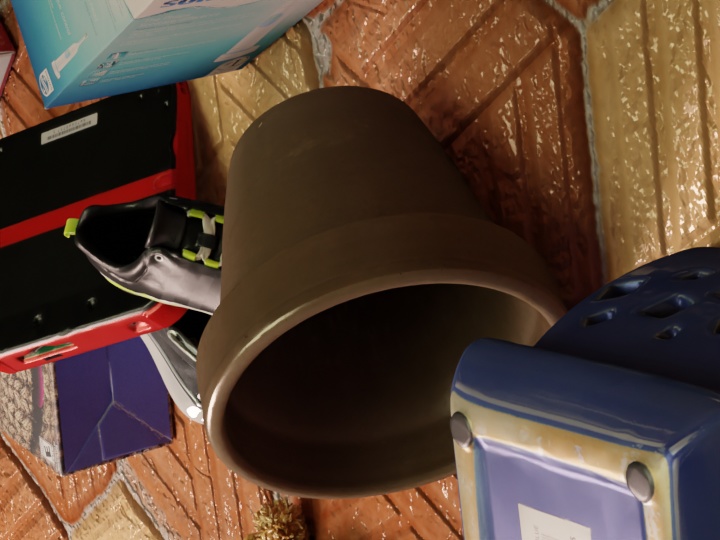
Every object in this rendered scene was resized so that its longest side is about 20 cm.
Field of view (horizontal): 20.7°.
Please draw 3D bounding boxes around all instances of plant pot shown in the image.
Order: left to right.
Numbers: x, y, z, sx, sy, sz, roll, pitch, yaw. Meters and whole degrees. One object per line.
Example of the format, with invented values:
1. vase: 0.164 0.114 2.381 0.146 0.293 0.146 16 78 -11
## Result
1. plant pot: 0.000 0.000 1.069 0.200 0.200 0.175 113 151 -45
2. plant pot: 0.153 0.109 0.847 0.200 0.180 0.200 12 113 55

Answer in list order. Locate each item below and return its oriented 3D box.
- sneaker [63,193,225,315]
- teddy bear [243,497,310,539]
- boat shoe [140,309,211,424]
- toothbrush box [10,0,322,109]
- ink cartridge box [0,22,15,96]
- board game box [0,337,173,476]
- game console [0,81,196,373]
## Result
1. sneaker: -0.099 -0.008 1.227 0.200 0.083 0.072 3 73 30
2. teddy bear: -0.049 0.233 1.330 0.200 0.067 0.145 30 125 49
3. boat shoe: -0.134 0.013 1.368 0.200 0.072 0.068 57 143 27
4. toothbrush box: -0.102 -0.177 1.166 0.200 0.146 0.085 -28 79 59
5. ink cartridge box: -0.375 -0.211 1.647 0.200 0.083 0.146 62 147 21
6. board game box: -0.238 0.043 1.522 0.200 0.097 0.159 24 122 52
7. game console: -0.195 -0.029 1.371 0.200 0.031 0.177 -17 64 31
